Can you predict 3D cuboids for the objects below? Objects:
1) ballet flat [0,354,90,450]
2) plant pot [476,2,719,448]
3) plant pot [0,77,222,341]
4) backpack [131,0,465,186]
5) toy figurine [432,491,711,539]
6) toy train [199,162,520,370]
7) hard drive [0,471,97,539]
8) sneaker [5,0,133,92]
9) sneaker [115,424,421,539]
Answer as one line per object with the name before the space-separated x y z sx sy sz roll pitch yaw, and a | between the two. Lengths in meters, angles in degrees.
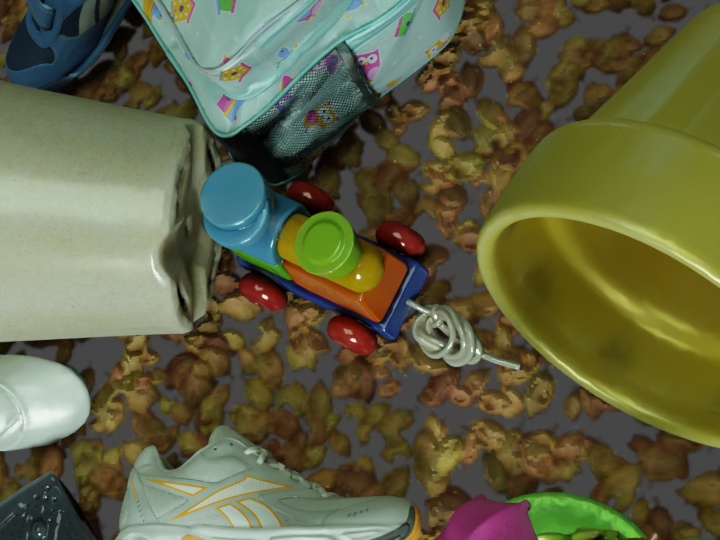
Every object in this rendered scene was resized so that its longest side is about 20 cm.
ballet flat | -0.275 0.093 0.954 0.198 0.069 0.070 2 73 21
plant pot | 0.193 -0.036 0.778 0.200 0.201 0.189 26 67 24
plant pot | -0.189 -0.034 0.916 0.182 0.201 0.202 4 74 8
backpack | -0.038 -0.185 0.923 0.199 0.154 0.176 -32 60 -1
toy figurine | 0.106 0.173 0.735 0.198 0.184 0.152 -7 71 16
toy train | 0.000 0.000 0.865 0.199 0.116 0.085 25 82 24
hard drive | -0.237 0.238 0.910 0.200 0.042 0.135 -39 65 4
sneaker | -0.199 -0.207 0.999 0.200 0.082 0.074 -47 50 24
sneaker | -0.060 0.136 0.868 0.198 0.076 0.093 -5 67 16
